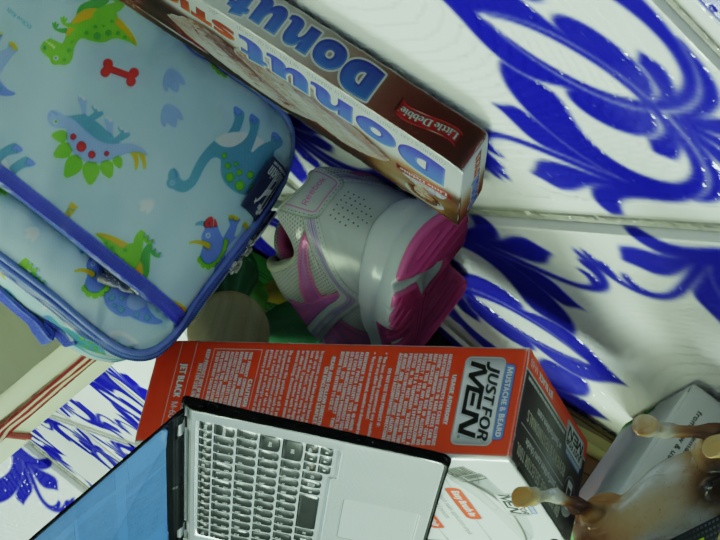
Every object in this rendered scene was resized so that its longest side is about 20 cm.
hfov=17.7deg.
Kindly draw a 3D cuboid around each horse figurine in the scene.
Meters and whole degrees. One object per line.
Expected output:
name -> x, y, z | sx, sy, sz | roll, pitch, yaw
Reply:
horse figurine -> 0.134, 0.097, 1.012 | 0.132, 0.200, 0.050 | 15, -133, -52

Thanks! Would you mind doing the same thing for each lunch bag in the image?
lunch bag -> -0.143, -0.058, 1.142 | 0.200, 0.161, 0.082 | 40, 165, -12

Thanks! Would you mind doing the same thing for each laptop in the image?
laptop -> -0.072, 0.152, 1.124 | 0.199, 0.117, 0.187 | 12, 155, 1

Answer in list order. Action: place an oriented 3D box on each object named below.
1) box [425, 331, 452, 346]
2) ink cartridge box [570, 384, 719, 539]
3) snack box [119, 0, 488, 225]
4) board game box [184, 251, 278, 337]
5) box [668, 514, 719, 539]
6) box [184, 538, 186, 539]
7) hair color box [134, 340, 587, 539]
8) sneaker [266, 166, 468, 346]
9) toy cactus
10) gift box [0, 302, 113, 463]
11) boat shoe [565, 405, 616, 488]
box -> 0.055, 0.124, 1.328 | 0.036, 0.144, 0.200 | -23, 129, 33
ink cartridge box -> 0.208, 0.157, 1.168 | 0.200, 0.084, 0.145 | 37, 166, 1
snack box -> -0.031, -0.094, 1.038 | 0.199, 0.024, 0.072 | 34, 165, 11
board game box -> -0.060, 0.043, 1.534 | 0.153, 0.040, 0.200 | 32, 166, 18
box -> 0.190, 0.164, 1.020 | 0.200, 0.044, 0.160 | -32, 132, 29
box -> -0.020, 0.139, 1.423 | 0.199, 0.125, 0.097 | 15, 172, -21
hair color box -> 0.002, 0.086, 1.163 | 0.199, 0.064, 0.111 | 2, 152, 23
sneaker -> 0.000, 0.000, 1.183 | 0.088, 0.081, 0.200 | 34, 158, 12
toy cactus -> -0.083, 0.018, 1.297 | 0.200, 0.102, 0.165 | 39, -158, -25
gift box -> -0.257, 0.013, 1.471 | 0.185, 0.187, 0.200 | 51, -177, 14
boat shoe -> 0.158, 0.148, 1.294 | 0.199, 0.068, 0.072 | 31, 166, 18
